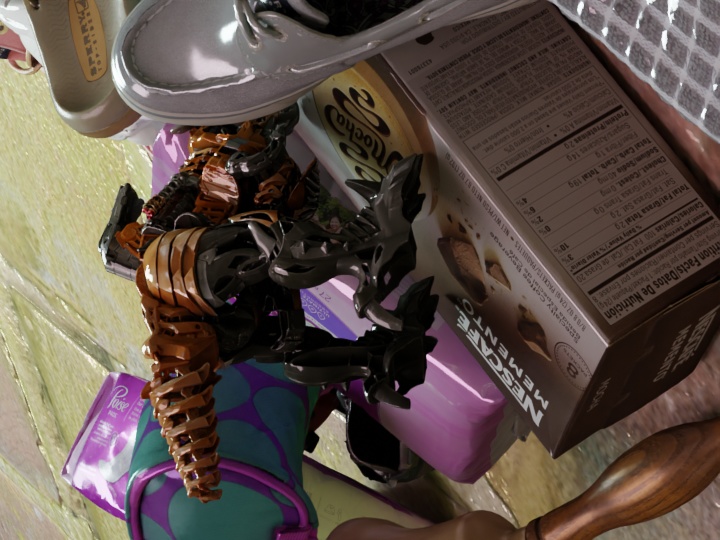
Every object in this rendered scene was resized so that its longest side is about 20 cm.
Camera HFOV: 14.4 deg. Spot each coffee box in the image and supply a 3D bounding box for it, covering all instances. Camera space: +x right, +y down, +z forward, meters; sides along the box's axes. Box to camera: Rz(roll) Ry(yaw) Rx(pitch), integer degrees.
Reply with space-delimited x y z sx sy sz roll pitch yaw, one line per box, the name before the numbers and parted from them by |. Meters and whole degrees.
coffee box | 0.059 -0.038 1.163 0.200 0.080 0.113 53 157 16

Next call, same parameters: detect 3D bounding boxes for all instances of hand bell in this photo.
hand bell | 0.087 0.114 1.242 0.200 0.104 0.104 -33 88 31

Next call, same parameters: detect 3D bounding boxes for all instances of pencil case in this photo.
pencil case | -0.056 0.073 1.342 0.092 0.200 0.085 26 117 -9

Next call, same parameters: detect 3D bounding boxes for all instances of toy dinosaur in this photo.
toy dinosaur | -0.041 0.009 1.139 0.102 0.135 0.200 71 -156 -67

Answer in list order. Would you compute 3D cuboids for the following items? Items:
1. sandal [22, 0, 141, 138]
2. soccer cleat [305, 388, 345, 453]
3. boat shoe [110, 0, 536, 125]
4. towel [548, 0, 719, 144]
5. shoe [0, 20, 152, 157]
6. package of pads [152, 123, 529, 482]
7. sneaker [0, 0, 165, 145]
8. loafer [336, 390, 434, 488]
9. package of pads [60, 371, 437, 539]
sandal | -0.142 -0.153 1.285 0.080 0.054 0.200 -32 63 33
soccer cleat | -0.051 0.017 1.499 0.085 0.069 0.200 35 155 28
boat shoe | -0.015 -0.111 1.088 0.071 0.200 0.070 12 -118 -68
towel | 0.125 -0.124 0.901 0.200 0.085 0.166 44 154 32
shoe | -0.160 -0.123 1.513 0.200 0.091 0.071 58 159 0
package of pads | 0.000 0.000 1.276 0.200 0.076 0.121 38 157 11
sneaker | -0.108 -0.101 1.376 0.099 0.078 0.200 58 172 -27
loafer | 0.014 0.068 1.428 0.072 0.063 0.200 55 158 9
package of pads | -0.047 0.129 1.517 0.200 0.076 0.120 30 173 -36
